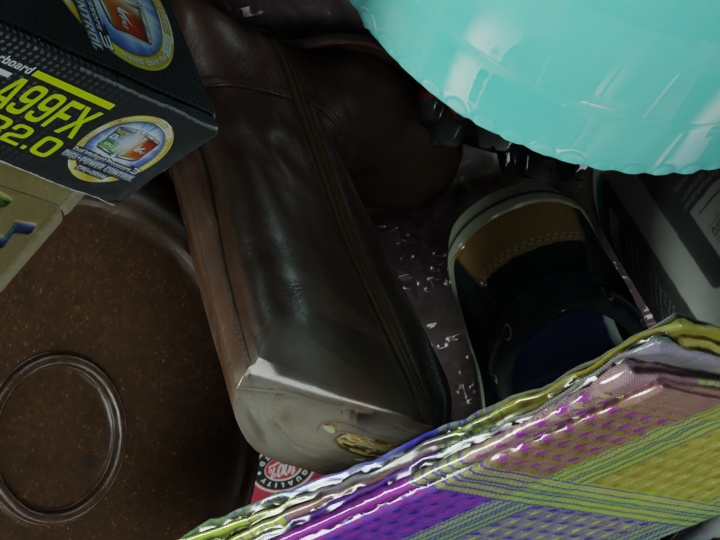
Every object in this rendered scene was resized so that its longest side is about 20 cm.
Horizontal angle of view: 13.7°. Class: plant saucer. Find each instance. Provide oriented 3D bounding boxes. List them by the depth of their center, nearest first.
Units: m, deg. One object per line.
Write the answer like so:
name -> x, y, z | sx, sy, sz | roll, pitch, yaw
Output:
plant saucer -> -0.102, 0.051, 0.932 | 0.200, 0.034, 0.201 | -3, 95, -41

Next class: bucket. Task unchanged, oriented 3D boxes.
bucket -> 0.088, -0.136, 0.844 | 0.206, 0.208, 0.135 | 2, 149, -16

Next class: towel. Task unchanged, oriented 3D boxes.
towel -> 0.055, 0.063, 0.895 | 0.200, 0.023, 0.143 | -27, 155, 35

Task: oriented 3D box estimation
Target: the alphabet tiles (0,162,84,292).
alphabet tiles -> -0.153, -0.040, 0.905 | 0.200, 0.166, 0.006 | -52, 145, -31

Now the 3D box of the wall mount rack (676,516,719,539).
wall mount rack -> 0.168, 0.145, 1.166 | 0.199, 0.075, 0.174 | 2, 120, -16

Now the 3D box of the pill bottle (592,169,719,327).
pill bottle -> 0.158, 0.004, 1.016 | 0.113, 0.200, 0.113 | -6, 120, -11

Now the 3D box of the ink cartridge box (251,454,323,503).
ink cartridge box -> -0.065, 0.115, 1.086 | 0.145, 0.083, 0.201 | -12, 120, -9

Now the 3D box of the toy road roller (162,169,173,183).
toy road roller -> -0.156, 0.008, 0.966 | 0.200, 0.146, 0.123 | -32, 121, 4

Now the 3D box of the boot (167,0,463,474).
boot -> 0.000, 0.000, 0.956 | 0.186, 0.200, 0.064 | 21, 120, -43

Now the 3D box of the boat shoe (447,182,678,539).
boat shoe -> 0.082, 0.052, 1.088 | 0.074, 0.062, 0.200 | -25, 138, -1

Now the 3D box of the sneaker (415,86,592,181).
sneaker -> 0.110, -0.077, 0.958 | 0.071, 0.200, 0.098 | 20, 80, -52

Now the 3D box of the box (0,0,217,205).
box -> -0.132, -0.127, 0.838 | 0.044, 0.200, 0.160 | -35, 149, 22
